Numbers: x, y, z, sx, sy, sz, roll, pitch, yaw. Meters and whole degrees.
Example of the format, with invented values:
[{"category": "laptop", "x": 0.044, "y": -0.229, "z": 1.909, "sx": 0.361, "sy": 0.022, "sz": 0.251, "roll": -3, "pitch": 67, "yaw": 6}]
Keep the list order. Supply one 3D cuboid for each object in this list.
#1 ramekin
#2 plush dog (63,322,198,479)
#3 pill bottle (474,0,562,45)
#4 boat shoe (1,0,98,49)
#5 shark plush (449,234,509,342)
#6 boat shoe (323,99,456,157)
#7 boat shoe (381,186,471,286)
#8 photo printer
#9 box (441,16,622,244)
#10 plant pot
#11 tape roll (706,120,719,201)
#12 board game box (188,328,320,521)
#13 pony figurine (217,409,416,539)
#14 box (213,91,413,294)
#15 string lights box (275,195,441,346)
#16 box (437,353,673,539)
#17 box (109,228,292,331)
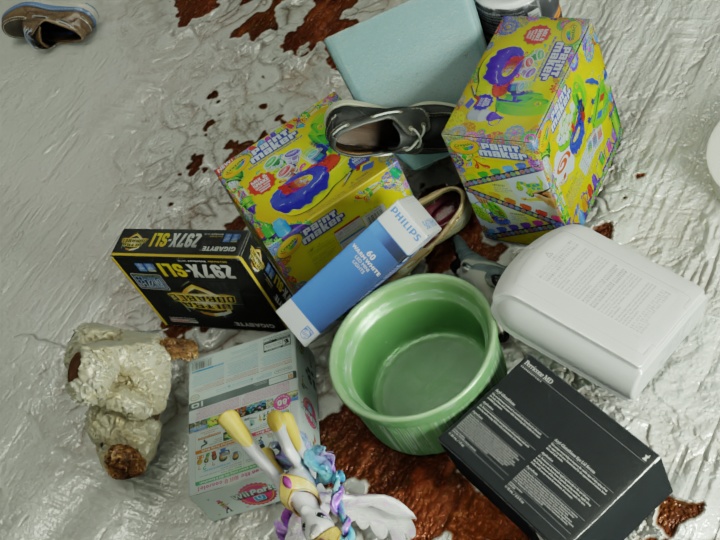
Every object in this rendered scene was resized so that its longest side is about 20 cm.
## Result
[{"category": "ramekin", "x": 0.072, "y": 0.111, "z": 1.412, "sx": 0.198, "sy": 0.098, "sz": 0.201, "roll": -14, "pitch": 47, "yaw": 15}, {"category": "plush dog", "x": -0.284, "y": 0.165, "z": 1.512, "sx": 0.159, "sy": 0.173, "sz": 0.200, "roll": 4, "pitch": 8, "yaw": -15}, {"category": "pill bottle", "x": 0.218, "y": -0.302, "z": 1.621, "sx": 0.105, "sy": 0.201, "sz": 0.107, "roll": -11, "pitch": 48, "yaw": 13}, {"category": "boat shoe", "x": -0.569, "y": -0.438, "z": 2.219, "sx": 0.198, "sy": 0.072, "sz": 0.073, "roll": -2, "pitch": 53, "yaw": 25}, {"category": "shark plush", "x": 0.166, "y": 0.016, "z": 1.499, "sx": 0.083, "sy": 0.092, "sz": 0.200, "roll": -20, "pitch": 21, "yaw": -18}, {"category": "boat shoe", "x": 0.056, "y": -0.166, "z": 1.521, "sx": 0.198, "sy": 0.072, "sz": 0.068, "roll": 1, "pitch": 31, "yaw": -8}, {"category": "boat shoe", "x": 0.054, "y": -0.040, "z": 1.556, "sx": 0.200, "sy": 0.066, "sz": 0.074, "roll": -42, "pitch": 75, "yaw": -7}, {"category": "photo printer", "x": 0.253, "y": 0.036, "z": 1.354, "sx": 0.199, "sy": 0.070, "sz": 0.166, "roll": 30, "pitch": 49, "yaw": 24}, {"category": "box", "x": 0.216, "y": -0.168, "z": 1.504, "sx": 0.121, "sy": 0.193, "sz": 0.201, "roll": 10, "pitch": 56, "yaw": 32}, {"category": "plant pot", "x": 0.085, "y": -0.243, "z": 1.624, "sx": 0.194, "sy": 0.201, "sz": 0.196, "roll": -22, "pitch": 4, "yaw": 7}, {"category": "tape roll", "x": 0.509, "y": -0.137, "z": 1.452, "sx": 0.201, "sy": 0.037, "sz": 0.204, "roll": -14, "pitch": 47, "yaw": 15}, {"category": "board game box", "x": -0.127, "y": 0.181, "z": 1.477, "sx": 0.146, "sy": 0.064, "sz": 0.201, "roll": -18, "pitch": 45, "yaw": 13}, {"category": "pony figurine", "x": -0.053, "y": 0.244, "z": 1.285, "sx": 0.166, "sy": 0.193, "sz": 0.200, "roll": -35, "pitch": 54, "yaw": -2}, {"category": "box", "x": -0.056, "y": -0.098, "z": 1.639, "sx": 0.199, "sy": 0.122, "sz": 0.193, "roll": -34, "pitch": 45, "yaw": -5}, {"category": "string lights box", "x": 0.000, "y": 0.000, "z": 1.482, "sx": 0.200, "sy": 0.103, "sz": 0.059, "roll": -42, "pitch": 86, "yaw": 14}, {"category": "box", "x": 0.200, "y": 0.201, "z": 1.287, "sx": 0.141, "sy": 0.079, "sz": 0.200, "roll": -42, "pitch": 46, "yaw": -8}, {"category": "box", "x": -0.198, "y": 0.013, "z": 1.588, "sx": 0.198, "sy": 0.160, "sz": 0.050, "roll": 2, "pitch": 53, "yaw": 27}]
